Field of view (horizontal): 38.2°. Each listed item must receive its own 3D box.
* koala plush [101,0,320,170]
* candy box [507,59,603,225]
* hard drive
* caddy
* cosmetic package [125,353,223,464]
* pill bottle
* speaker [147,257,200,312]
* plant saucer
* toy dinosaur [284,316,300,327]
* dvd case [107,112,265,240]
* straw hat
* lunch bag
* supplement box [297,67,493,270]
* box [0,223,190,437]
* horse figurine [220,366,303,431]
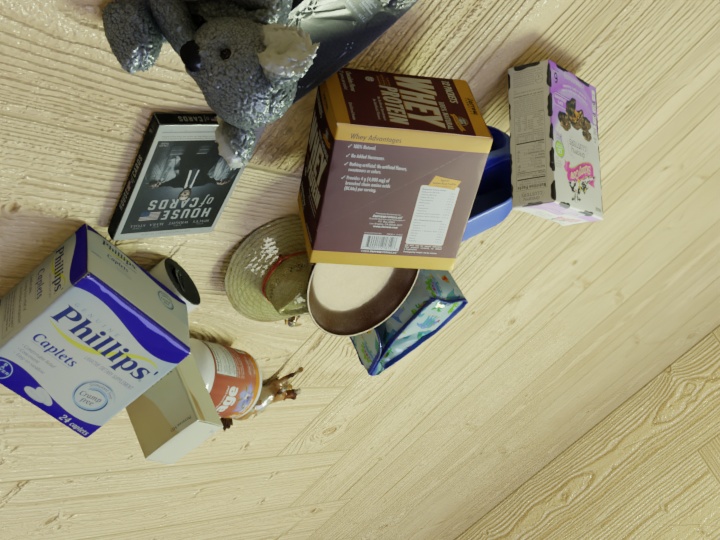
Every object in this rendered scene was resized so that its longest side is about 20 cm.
[{"bbox_3d":[-0.120,-0.218,1.007,0.182,0.202,0.178,4,137,-43],"label":"koala plush"},{"bbox_3d":[0.282,-0.178,1.498,0.070,0.205,0.166,-7,170,35],"label":"candy box"},{"bbox_3d":[-0.041,-0.281,1.169,0.199,0.043,0.135,-37,152,12],"label":"hard drive"},{"bbox_3d":[0.144,-0.128,1.512,0.197,0.143,0.105,-26,158,-10],"label":"caddy"},{"bbox_3d":[-0.286,0.161,1.485,0.105,0.202,0.071,-36,153,12],"label":"cosmetic package"},{"bbox_3d":[-0.251,0.168,1.631,0.112,0.113,0.199,-39,152,17],"label":"pill bottle"},{"bbox_3d":[-0.317,0.071,1.436,0.199,0.082,0.081,-37,153,10],"label":"speaker"},{"bbox_3d":[0.000,0.000,1.491,0.198,0.037,0.203,-21,130,-26],"label":"plant saucer"},{"bbox_3d":[-0.092,0.024,1.635,0.106,0.061,0.200,-35,170,-43],"label":"toy dinosaur"},{"bbox_3d":[-0.217,-0.115,1.288,0.148,0.025,0.201,-7,144,-38],"label":"dvd case"},{"bbox_3d":[-0.092,0.020,1.517,0.198,0.085,0.204,-17,132,-19],"label":"straw hat"},{"bbox_3d":[0.042,0.043,1.659,0.126,0.172,0.200,3,140,-48],"label":"lunch bag"},{"bbox_3d":[0.035,-0.125,1.298,0.193,0.134,0.203,3,128,-14],"label":"supplement box"},{"bbox_3d":[-0.347,0.080,1.316,0.199,0.106,0.184,-38,125,14],"label":"box"},{"bbox_3d":[-0.181,0.232,1.869,0.198,0.051,0.132,-24,171,-32],"label":"horse figurine"}]
